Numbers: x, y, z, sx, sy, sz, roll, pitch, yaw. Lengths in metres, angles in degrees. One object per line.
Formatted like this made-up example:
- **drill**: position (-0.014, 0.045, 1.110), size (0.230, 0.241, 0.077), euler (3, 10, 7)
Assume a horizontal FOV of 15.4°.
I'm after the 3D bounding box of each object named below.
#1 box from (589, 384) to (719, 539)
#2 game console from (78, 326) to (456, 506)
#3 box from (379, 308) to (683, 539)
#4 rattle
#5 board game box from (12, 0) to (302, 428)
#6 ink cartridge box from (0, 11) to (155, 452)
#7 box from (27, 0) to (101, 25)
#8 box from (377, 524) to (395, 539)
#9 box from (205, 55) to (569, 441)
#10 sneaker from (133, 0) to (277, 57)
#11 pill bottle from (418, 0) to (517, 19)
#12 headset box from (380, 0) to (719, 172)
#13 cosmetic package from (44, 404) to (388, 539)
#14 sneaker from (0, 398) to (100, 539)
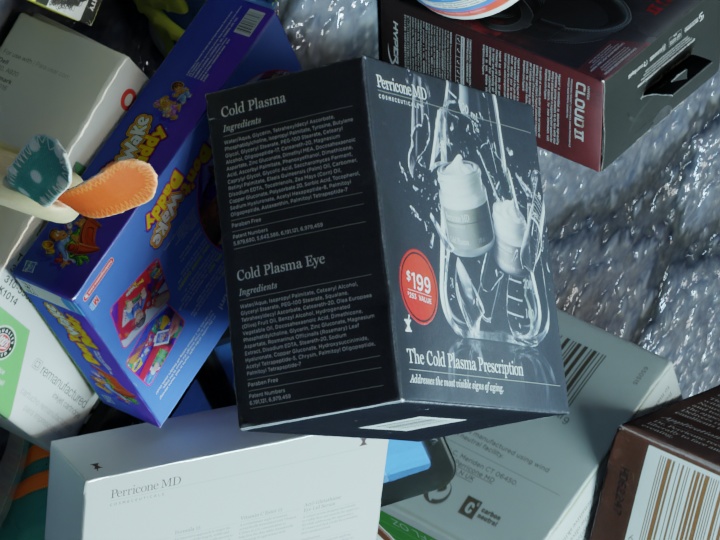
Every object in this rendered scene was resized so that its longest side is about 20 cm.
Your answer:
- **box**: position (0.275, 0.190, 1.854), size (0.200, 0.165, 0.165), euler (-14, 120, -53)
- **game console**: position (-0.052, 0.114, 1.574), size (0.176, 0.116, 0.201), euler (-58, 140, -35)
- **box**: position (0.109, 0.146, 1.926), size (0.200, 0.198, 0.172), euler (-53, 147, -20)
- **rattle**: position (-0.204, -0.014, 1.327), size (0.143, 0.199, 0.130), euler (-60, 148, -11)
- **board game box**: position (-0.096, -0.033, 1.472), size (0.200, 0.045, 0.135), euler (-56, 148, -21)
- **ink cartridge box**: position (-0.176, -0.019, 1.482), size (0.201, 0.084, 0.146), euler (-61, 150, -10)
- **box**: position (-0.197, -0.189, 1.371), size (0.200, 0.050, 0.076), euler (22, 92, -59)
- **box**: position (-0.054, 0.233, 1.760), size (0.075, 0.100, 0.200), euler (-25, 153, -50)
- **box**: position (0.018, -0.006, 1.454), size (0.200, 0.104, 0.183), euler (8, 72, -60)
- **sneaker**: position (-0.075, -0.157, 1.530), size (0.076, 0.105, 0.200), euler (-61, 148, -11)
- **pill bottle**: position (0.034, -0.237, 1.643), size (0.200, 0.112, 0.113), euler (28, 85, -60)
- **headset box**: position (0.135, -0.154, 1.769), size (0.149, 0.199, 0.078), euler (-39, 140, -38)
- **cosmetic package**: position (-0.084, 0.155, 1.529), size (0.199, 0.052, 0.152), euler (-9, 122, -31)
- **sneaker**: position (-0.167, 0.112, 1.584), size (0.071, 0.080, 0.201), euler (5, 105, -58)
